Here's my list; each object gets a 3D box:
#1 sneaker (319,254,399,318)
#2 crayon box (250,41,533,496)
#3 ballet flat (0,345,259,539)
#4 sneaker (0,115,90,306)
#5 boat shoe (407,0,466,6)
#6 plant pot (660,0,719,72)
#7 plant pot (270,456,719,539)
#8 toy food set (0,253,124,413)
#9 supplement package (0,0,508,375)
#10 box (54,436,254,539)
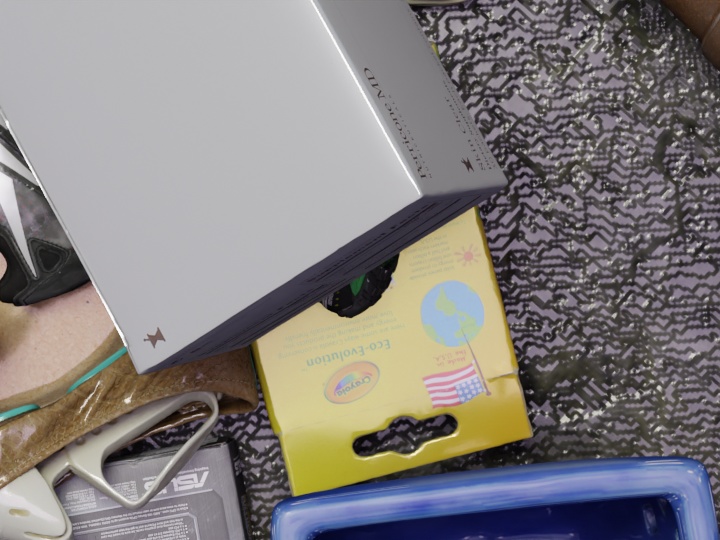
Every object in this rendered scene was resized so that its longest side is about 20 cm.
[{"bbox_3d":[-0.028,-0.074,1.171,0.085,0.078,0.200,-14,81,6],"label":"sneaker"},{"bbox_3d":[0.000,0.000,1.226,0.127,0.051,0.200,-14,90,-1],"label":"crayon box"},{"bbox_3d":[-0.134,0.088,1.175,0.200,0.068,0.072,-29,74,-16],"label":"ballet flat"},{"bbox_3d":[-0.183,-0.068,1.161,0.098,0.071,0.201,-34,95,-2],"label":"sneaker"},{"bbox_3d":[-0.026,-0.190,1.213,0.202,0.075,0.075,26,90,-1],"label":"boat shoe"},{"bbox_3d":[0.181,-0.203,1.170,0.198,0.200,0.200,41,89,7],"label":"plant pot"},{"bbox_3d":[0.062,0.188,1.164,0.200,0.180,0.200,-5,90,-1],"label":"plant pot"},{"bbox_3d":[-0.189,-0.021,1.224,0.198,0.049,0.200,2,91,-1],"label":"toy food set"},{"bbox_3d":[-0.061,-0.083,1.083,0.156,0.111,0.200,-32,83,22],"label":"supplement package"},{"bbox_3d":[-0.146,0.176,1.225,0.200,0.048,0.159,-11,91,0],"label":"box"}]
